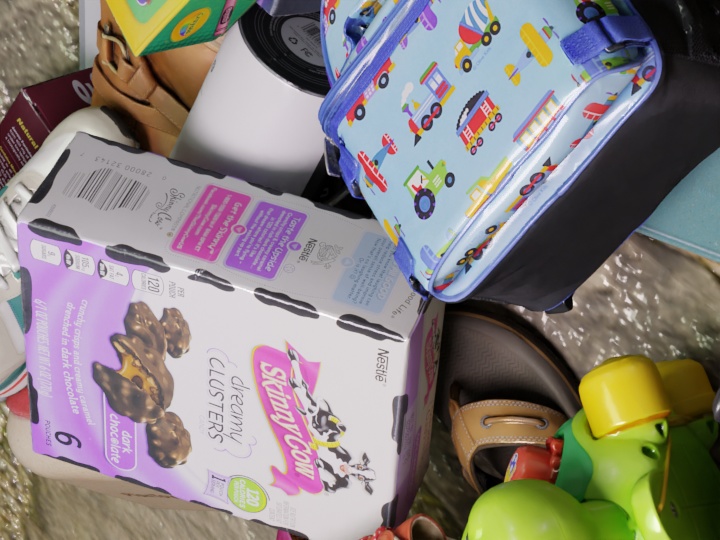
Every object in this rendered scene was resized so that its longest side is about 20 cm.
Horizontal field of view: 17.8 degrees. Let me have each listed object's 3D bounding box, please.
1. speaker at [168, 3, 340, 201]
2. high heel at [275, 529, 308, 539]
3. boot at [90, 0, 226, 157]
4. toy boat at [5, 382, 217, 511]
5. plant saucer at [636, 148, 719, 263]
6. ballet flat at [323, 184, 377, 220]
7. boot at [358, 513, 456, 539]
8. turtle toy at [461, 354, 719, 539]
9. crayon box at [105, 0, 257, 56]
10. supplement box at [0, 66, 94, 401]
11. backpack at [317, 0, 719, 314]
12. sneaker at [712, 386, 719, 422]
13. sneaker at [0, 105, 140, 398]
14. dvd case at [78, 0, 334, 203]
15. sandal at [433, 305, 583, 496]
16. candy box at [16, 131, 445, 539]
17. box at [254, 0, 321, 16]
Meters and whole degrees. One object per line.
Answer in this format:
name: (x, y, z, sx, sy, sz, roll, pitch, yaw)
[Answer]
speaker: (-0.062, -0.045, 1.177, 0.081, 0.081, 0.201, 50, 133, 23)
high heel: (0.021, 0.189, 1.237, 0.199, 0.067, 0.097, 16, 124, 56)
boot: (-0.121, -0.149, 1.240, 0.200, 0.076, 0.156, 38, 132, 23)
toy boat: (-0.113, 0.064, 1.317, 0.199, 0.130, 0.132, -3, 71, 47)
plant saucer: (0.168, -0.032, 1.036, 0.199, 0.019, 0.071, 23, 119, 40)
ballet flat: (0.000, 0.000, 1.183, 0.071, 0.069, 0.201, 33, 127, 5)
boot: (0.002, 0.158, 1.115, 0.199, 0.075, 0.108, 19, 108, 35)
turtle toy: (0.113, 0.119, 1.022, 0.101, 0.200, 0.147, -24, 76, 23)
crayon box: (-0.061, -0.199, 1.036, 0.200, 0.058, 0.119, -38, 75, 46)
supplement box: (-0.185, -0.019, 1.359, 0.109, 0.061, 0.200, 57, 141, 11)
backpack: (0.059, -0.105, 1.028, 0.183, 0.134, 0.201, -46, 58, 32)
sneaker: (0.200, 0.125, 1.001, 0.076, 0.090, 0.202, -22, 89, 42)
sneaker: (-0.189, -0.001, 1.238, 0.070, 0.093, 0.200, 45, 118, 17)
dvd case: (-0.088, -0.106, 1.280, 0.199, 0.025, 0.152, 24, 121, 41)
sandal: (0.083, 0.099, 1.145, 0.201, 0.054, 0.082, 54, 135, 19)
candy box: (-0.062, 0.040, 1.130, 0.198, 0.072, 0.169, 16, 136, 12)
box: (-0.049, -0.243, 1.130, 0.200, 0.104, 0.149, 41, 129, 30)
